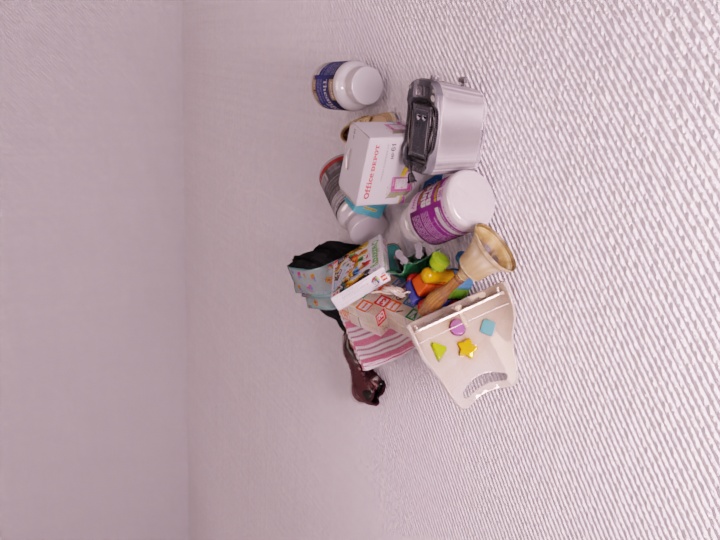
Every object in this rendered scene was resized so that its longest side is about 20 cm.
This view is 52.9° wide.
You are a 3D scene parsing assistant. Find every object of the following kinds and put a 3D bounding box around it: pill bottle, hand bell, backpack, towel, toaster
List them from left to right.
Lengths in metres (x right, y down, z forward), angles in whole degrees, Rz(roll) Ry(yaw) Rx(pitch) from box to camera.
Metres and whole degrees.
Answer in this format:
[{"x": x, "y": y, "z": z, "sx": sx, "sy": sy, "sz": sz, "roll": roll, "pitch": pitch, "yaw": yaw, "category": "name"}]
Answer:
[{"x": -0.067, "y": 0.009, "z": 1.776, "sx": 0.199, "sy": 0.174, "sz": 0.156, "roll": -9, "pitch": 104, "yaw": 63, "category": "backpack"}, {"x": -0.031, "y": -0.431, "z": 1.690, "sx": 0.199, "sy": 0.109, "sz": 0.114, "roll": 24, "pitch": 116, "yaw": 59, "category": "pill bottle"}, {"x": -0.015, "y": -0.167, "z": 1.703, "sx": 0.202, "sy": 0.114, "sz": 0.117, "roll": 64, "pitch": 146, "yaw": 33, "category": "pill bottle"}, {"x": 0.036, "y": 0.116, "z": 1.631, "sx": 0.030, "sy": 0.144, "sz": 0.202, "roll": 73, "pitch": 172, "yaw": -56, "category": "towel"}, {"x": 0.158, "y": -0.112, "z": 1.384, "sx": 0.199, "sy": 0.110, "sz": 0.115, "roll": -22, "pitch": 76, "yaw": 61, "category": "pill bottle"}, {"x": 0.156, "y": -0.256, "z": 1.343, "sx": 0.113, "sy": 0.127, "sz": 0.205, "roll": 32, "pitch": 121, "yaw": 57, "category": "toaster"}, {"x": 0.175, "y": 0.018, "z": 1.312, "sx": 0.200, "sy": 0.103, "sz": 0.105, "roll": -43, "pitch": 55, "yaw": 31, "category": "hand bell"}]

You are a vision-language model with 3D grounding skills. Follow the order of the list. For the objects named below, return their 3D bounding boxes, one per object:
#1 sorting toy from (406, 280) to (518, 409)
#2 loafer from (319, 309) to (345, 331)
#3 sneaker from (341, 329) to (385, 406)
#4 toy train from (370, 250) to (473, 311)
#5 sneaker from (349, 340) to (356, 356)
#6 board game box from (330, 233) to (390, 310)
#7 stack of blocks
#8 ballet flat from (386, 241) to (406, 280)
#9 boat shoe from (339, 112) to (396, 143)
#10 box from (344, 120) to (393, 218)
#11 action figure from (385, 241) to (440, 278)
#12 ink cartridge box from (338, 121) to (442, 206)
[{"x": 0.199, "y": 0.146, "z": 1.313, "sx": 0.107, "sy": 0.197, "sz": 0.183, "roll": 117, "pitch": 130, "yaw": -81, "category": "sorting toy"}, {"x": -0.052, "y": 0.095, "z": 1.876, "sx": 0.200, "sy": 0.067, "sz": 0.072, "roll": 38, "pitch": 119, "yaw": 48, "category": "loafer"}, {"x": 0.019, "y": 0.236, "z": 1.767, "sx": 0.115, "sy": 0.075, "sz": 0.204, "roll": 10, "pitch": 114, "yaw": 56, "category": "sneaker"}, {"x": 0.128, "y": 0.013, "z": 1.375, "sx": 0.117, "sy": 0.196, "sz": 0.086, "roll": -63, "pitch": 35, "yaw": 36, "category": "toy train"}, {"x": 0.017, "y": 0.128, "z": 1.680, "sx": 0.078, "sy": 0.110, "sz": 0.202, "roll": 84, "pitch": 163, "yaw": -49, "category": "sneaker"}, {"x": 0.000, "y": 0.000, "z": 1.515, "sx": 0.035, "sy": 0.125, "sz": 0.201, "roll": 55, "pitch": -168, "yaw": -19, "category": "board game box"}, {"x": 0.061, "y": 0.075, "z": 1.503, "sx": 0.198, "sy": 0.115, "sz": 0.059, "roll": 22, "pitch": 143, "yaw": 37, "category": "stack of blocks"}, {"x": 0.086, "y": 0.037, "z": 1.614, "sx": 0.064, "sy": 0.074, "sz": 0.205, "roll": 64, "pitch": -160, "yaw": -81, "category": "ballet flat"}, {"x": 0.015, "y": -0.319, "z": 1.666, "sx": 0.199, "sy": 0.068, "sz": 0.076, "roll": -4, "pitch": 91, "yaw": 62, "category": "boat shoe"}, {"x": 0.051, "y": -0.211, "z": 1.543, "sx": 0.202, "sy": 0.081, "sz": 0.049, "roll": -58, "pitch": 45, "yaw": 24, "category": "box"}, {"x": 0.109, "y": -0.014, "z": 1.483, "sx": 0.200, "sy": 0.116, "sz": 0.056, "roll": 54, "pitch": -163, "yaw": -79, "category": "action figure"}, {"x": 0.068, "y": -0.213, "z": 1.444, "sx": 0.085, "sy": 0.196, "sz": 0.147, "roll": 50, "pitch": 137, "yaw": 47, "category": "ink cartridge box"}]
